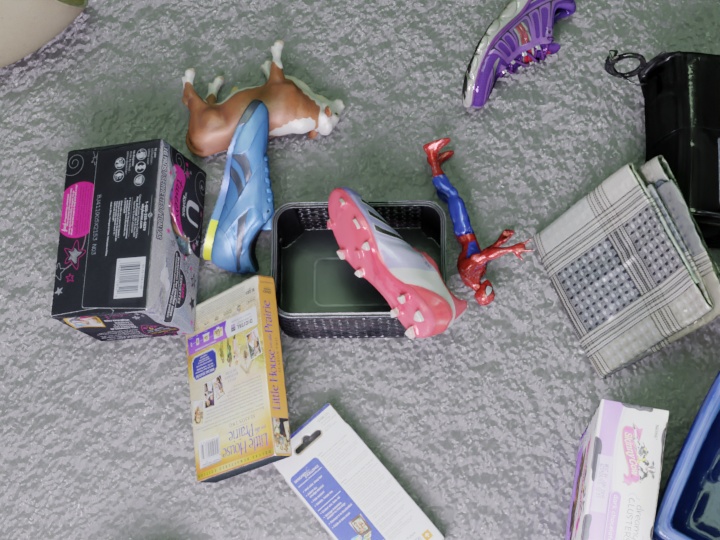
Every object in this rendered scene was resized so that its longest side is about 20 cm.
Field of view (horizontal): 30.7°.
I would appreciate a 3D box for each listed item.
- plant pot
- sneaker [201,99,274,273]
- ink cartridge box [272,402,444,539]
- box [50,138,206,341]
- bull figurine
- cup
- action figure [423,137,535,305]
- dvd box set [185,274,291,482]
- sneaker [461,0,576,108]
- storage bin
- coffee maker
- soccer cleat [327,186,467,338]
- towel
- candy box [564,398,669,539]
[{"bbox_3d":[0.415,0.236,1.358,0.199,0.180,0.201,25,75,10],"label":"plant pot"},{"bbox_3d":[-0.124,-0.095,1.528,0.078,0.066,0.202,16,98,8],"label":"sneaker"},{"bbox_3d":[-0.006,0.253,1.450,0.095,0.037,0.200,-40,77,-8],"label":"ink cartridge box"},{"bbox_3d":[-0.260,-0.032,1.498,0.131,0.115,0.202,-5,72,21],"label":"box"},{"bbox_3d":[-0.121,-0.203,1.585,0.198,0.065,0.122,-15,69,-4],"label":"bull figurine"},{"bbox_3d":[-0.454,-0.328,1.591,0.200,0.200,0.143,45,106,15],"label":"cup"},{"bbox_3d":[0.143,-0.060,1.524,0.098,0.065,0.202,-15,72,8],"label":"action figure"},{"bbox_3d":[-0.138,0.122,1.453,0.029,0.146,0.202,9,66,-41],"label":"dvd box set"},{"bbox_3d":[0.193,-0.273,1.585,0.083,0.081,0.201,36,77,7],"label":"sneaker"},{"bbox_3d":[0.000,0.000,1.499,0.198,0.094,0.137,-1,72,2],"label":"storage bin"},{"bbox_3d":[0.372,-0.135,1.505,0.190,0.135,0.202,3,74,8],"label":"coffee maker"},{"bbox_3d":[0.036,-0.013,1.429,0.076,0.067,0.201,-20,63,-36],"label":"soccer cleat"},{"bbox_3d":[0.296,-0.003,1.452,0.200,0.034,0.194,-37,68,38],"label":"towel"},{"bbox_3d":[0.259,0.239,1.354,0.071,0.200,0.169,10,73,6],"label":"candy box"}]
